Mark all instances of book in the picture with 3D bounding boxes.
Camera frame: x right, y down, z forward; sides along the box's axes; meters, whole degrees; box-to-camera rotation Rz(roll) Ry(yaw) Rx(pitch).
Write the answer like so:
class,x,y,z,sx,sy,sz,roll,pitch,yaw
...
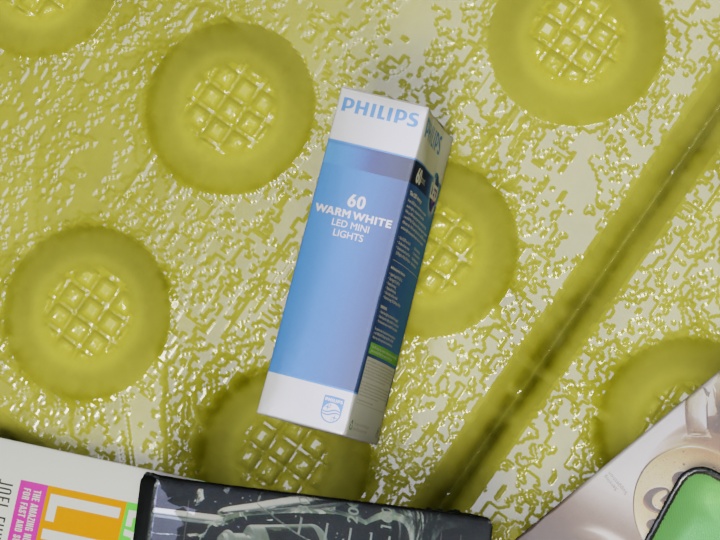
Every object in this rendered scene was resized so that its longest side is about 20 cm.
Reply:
class,x,y,z,sx,sy,sz,roll,pitch,yaw
book,-0.180,0.182,1.435,0.199,0.048,0.134,9,83,15

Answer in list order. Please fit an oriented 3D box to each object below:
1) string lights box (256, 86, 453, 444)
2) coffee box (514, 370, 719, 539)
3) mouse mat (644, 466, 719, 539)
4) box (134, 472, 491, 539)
class,x,y,z,sx,sy,sz,roll,pitch,yaw
string lights box,0.000,0.000,1.391,0.059,0.103,0.201,13,85,13
coffee box,0.199,0.143,1.347,0.200,0.080,0.113,-40,79,3
mouse mat,0.208,0.231,1.297,0.161,0.008,0.201,30,92,3
box,-0.040,0.228,1.324,0.196,0.124,0.201,7,84,-7
